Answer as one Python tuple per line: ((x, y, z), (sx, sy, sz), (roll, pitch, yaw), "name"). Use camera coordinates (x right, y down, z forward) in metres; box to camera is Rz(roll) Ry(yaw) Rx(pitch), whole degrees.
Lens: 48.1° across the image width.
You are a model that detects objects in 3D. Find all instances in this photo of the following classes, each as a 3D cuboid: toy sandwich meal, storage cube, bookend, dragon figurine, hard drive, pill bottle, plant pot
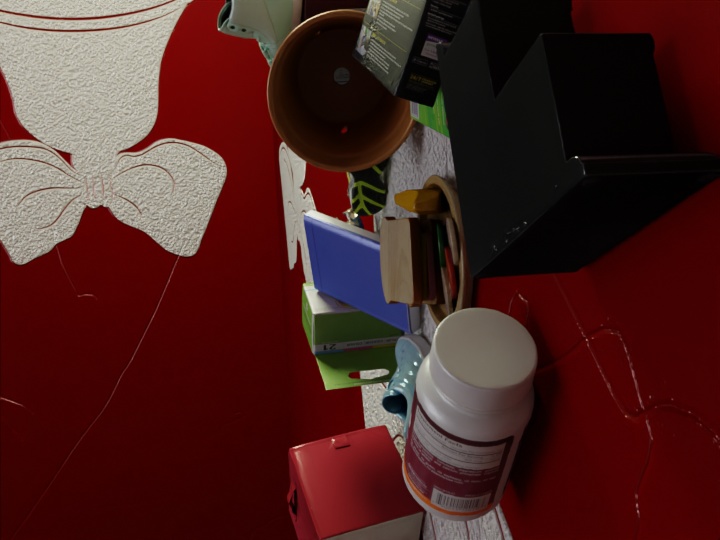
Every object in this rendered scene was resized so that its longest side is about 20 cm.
((0.075, -0.019, 0.969), (0.205, 0.069, 0.210), (175, 90, -79), "toy sandwich meal")
((-0.010, 0.388, 1.302), (0.181, 0.196, 0.173), (-119, 26, -49), "storage cube")
((0.133, -0.120, 0.561), (0.199, 0.090, 0.204), (121, 143, -70), "bookend")
((-0.004, -0.047, 1.357), (0.100, 0.058, 0.200), (59, 174, -12), "dragon figurine")
((0.000, 0.000, 1.169), (0.198, 0.025, 0.134), (23, 133, 39), "hard drive")
((0.104, 0.140, 0.779), (0.115, 0.112, 0.202), (-107, 16, -45), "pill bottle")
((-0.024, -0.249, 1.081), (0.140, 0.196, 0.204), (-100, 8, -67), "plant pot")

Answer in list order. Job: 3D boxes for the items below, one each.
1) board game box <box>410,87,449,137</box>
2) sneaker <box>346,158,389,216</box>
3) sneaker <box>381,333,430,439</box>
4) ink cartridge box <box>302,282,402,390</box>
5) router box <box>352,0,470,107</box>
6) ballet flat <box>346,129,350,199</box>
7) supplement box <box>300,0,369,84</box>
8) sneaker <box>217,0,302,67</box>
((0.091, -0.207, 0.910), (0.200, 0.029, 0.097), (-117, 23, -69), "board game box")
((0.004, -0.178, 1.256), (0.202, 0.074, 0.077), (98, 161, -47), "sneaker")
((0.063, 0.151, 1.083), (0.201, 0.080, 0.075), (-115, 23, -61), "sneaker")
((-0.002, 0.090, 1.229), (0.200, 0.145, 0.077), (-119, 27, -62), "ink cartridge box")
((0.055, -0.281, 0.885), (0.201, 0.050, 0.151), (-117, 43, -60), "router box")
((-0.008, -0.203, 1.381), (0.067, 0.045, 0.204), (164, 101, -78), "ballet flat")
((-0.037, -0.381, 1.217), (0.199, 0.130, 0.202), (-107, 16, -46), "supplement box")
((-0.145, -0.333, 1.153), (0.202, 0.116, 0.075), (97, 162, -49), "sneaker")
